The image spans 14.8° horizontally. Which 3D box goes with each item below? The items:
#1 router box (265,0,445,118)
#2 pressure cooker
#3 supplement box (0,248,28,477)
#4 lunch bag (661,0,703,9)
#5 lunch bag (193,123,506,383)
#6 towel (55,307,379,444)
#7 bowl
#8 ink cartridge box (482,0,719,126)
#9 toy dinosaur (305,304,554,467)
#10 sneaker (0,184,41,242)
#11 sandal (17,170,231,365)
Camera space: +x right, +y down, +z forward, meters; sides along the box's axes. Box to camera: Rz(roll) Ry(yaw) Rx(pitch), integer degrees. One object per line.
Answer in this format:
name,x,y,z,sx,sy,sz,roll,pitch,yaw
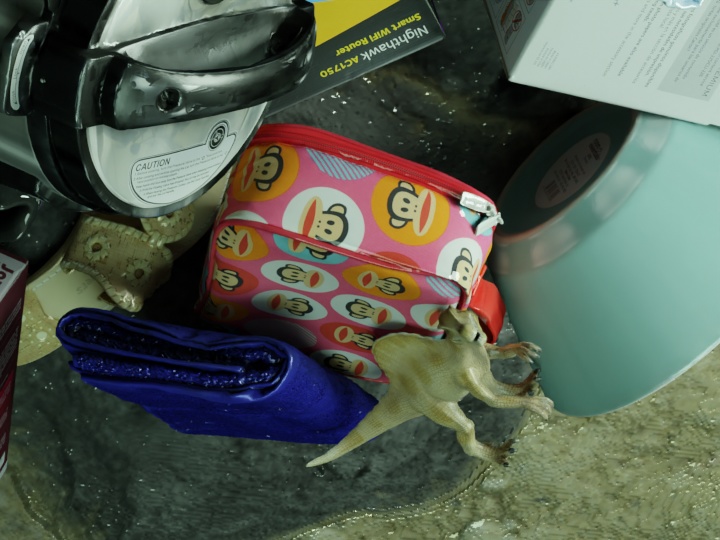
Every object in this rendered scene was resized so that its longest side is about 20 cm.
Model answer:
router box,-0.073,-0.150,1.500,0.199,0.051,0.149,-23,135,10
pressure cooker,-0.127,-0.121,1.326,0.176,0.199,0.179,-55,149,-19
supplement box,-0.249,0.083,1.623,0.061,0.109,0.201,22,138,7
lunch bag,0.127,-0.256,1.332,0.127,0.169,0.201,10,115,-57
lunch bag,0.000,0.000,1.571,0.175,0.082,0.200,18,159,-4
towel,-0.079,0.070,1.620,0.147,0.050,0.200,10,172,19
bowl,0.149,-0.024,1.593,0.200,0.201,0.105,-38,111,23
ink cartridge box,0.189,-0.184,1.504,0.175,0.084,0.200,12,130,-24
toy dinosaur,0.048,0.066,1.567,0.101,0.058,0.200,24,146,-12
sneaker,-0.273,-0.028,1.548,0.199,0.088,0.076,-21,134,9
sandal,-0.146,0.006,1.620,0.211,0.070,0.077,-38,129,23
